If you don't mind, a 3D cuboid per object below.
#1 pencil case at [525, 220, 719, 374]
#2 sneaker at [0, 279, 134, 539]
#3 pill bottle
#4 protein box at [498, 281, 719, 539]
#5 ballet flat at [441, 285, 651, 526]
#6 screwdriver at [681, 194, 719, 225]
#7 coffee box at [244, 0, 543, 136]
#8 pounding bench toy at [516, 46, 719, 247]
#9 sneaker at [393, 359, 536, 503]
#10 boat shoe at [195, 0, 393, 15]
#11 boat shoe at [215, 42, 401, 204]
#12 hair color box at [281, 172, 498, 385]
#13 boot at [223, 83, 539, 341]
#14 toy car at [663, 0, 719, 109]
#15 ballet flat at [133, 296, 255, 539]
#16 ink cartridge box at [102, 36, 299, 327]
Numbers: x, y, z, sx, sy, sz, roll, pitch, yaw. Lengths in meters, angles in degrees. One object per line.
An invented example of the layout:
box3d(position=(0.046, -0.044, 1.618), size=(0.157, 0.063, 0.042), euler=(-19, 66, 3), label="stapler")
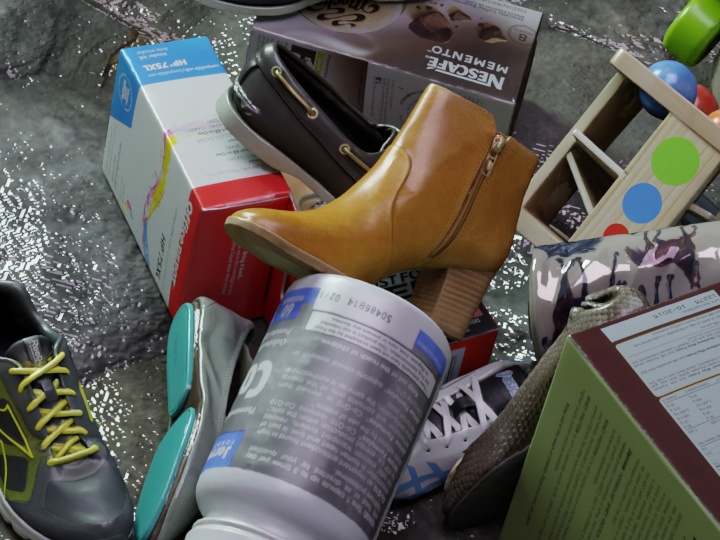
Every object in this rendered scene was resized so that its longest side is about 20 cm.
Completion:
box3d(position=(0.199, 0.017, 1.601), size=(0.199, 0.078, 0.090), euler=(-7, 90, 5), label="pencil case")
box3d(position=(-0.201, 0.089, 1.561), size=(0.074, 0.085, 0.200), euler=(-20, 54, -28), label="sneaker")
box3d(position=(-0.031, 0.114, 1.527), size=(0.113, 0.114, 0.201), euler=(21, 65, 8), label="pill bottle")
box3d(position=(0.208, 0.154, 1.515), size=(0.134, 0.199, 0.200), euler=(-17, 53, -28), label="protein box")
box3d(position=(0.111, 0.083, 1.571), size=(0.067, 0.200, 0.046), euler=(-1, 46, -49), label="ballet flat")
box3d(position=(0.285, 0.005, 1.796), size=(0.028, 0.029, 0.200), euler=(-20, 49, -29), label="screwdriver")
box3d(position=(0.023, -0.153, 1.855), size=(0.199, 0.080, 0.113), euler=(17, 44, 4), label="coffee box")
box3d(position=(0.225, -0.030, 1.701), size=(0.200, 0.156, 0.124), euler=(42, 7, 25), label="pounding bench toy")
box3d(position=(0.068, 0.094, 1.632), size=(0.199, 0.073, 0.072), euler=(-15, 53, -24), label="sneaker")
box3d(position=(-0.028, -0.225, 1.813), size=(0.199, 0.062, 0.075), euler=(-3, 47, -13), label="boat shoe")
box3d(position=(0.002, -0.071, 1.656), size=(0.201, 0.061, 0.072), euler=(35, 26, -12), label="boat shoe")
box3d(position=(0.000, 0.000, 1.714), size=(0.101, 0.061, 0.200), euler=(-14, 51, -26), label="hair color box")
box3d(position=(0.016, -0.052, 1.596), size=(0.200, 0.145, 0.071), euler=(23, -7, -33), label="boot")
box3d(position=(0.358, -0.192, 1.940), size=(0.164, 0.158, 0.200), euler=(41, 38, 10), label="toy car")
box3d(position=(-0.095, 0.100, 1.593), size=(0.063, 0.067, 0.201), euler=(23, 44, -17), label="ballet flat")
box3d(position=(-0.105, -0.045, 1.693), size=(0.067, 0.117, 0.201), euler=(-10, 49, -23), label="ink cartridge box")
